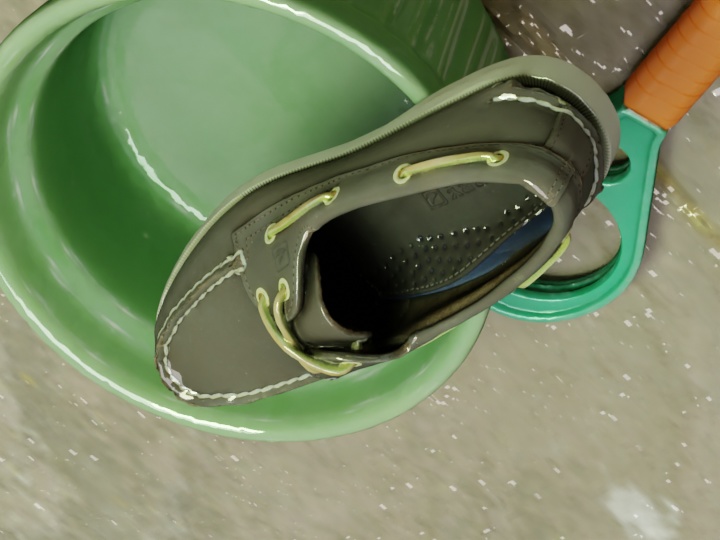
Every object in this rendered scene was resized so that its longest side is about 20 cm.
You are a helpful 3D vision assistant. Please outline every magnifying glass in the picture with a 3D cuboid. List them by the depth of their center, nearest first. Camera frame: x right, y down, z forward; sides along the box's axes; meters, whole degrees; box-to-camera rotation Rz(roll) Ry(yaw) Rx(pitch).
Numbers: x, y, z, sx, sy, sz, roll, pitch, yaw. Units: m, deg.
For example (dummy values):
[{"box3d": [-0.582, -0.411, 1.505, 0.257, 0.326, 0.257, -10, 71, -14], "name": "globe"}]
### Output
[{"box3d": [0.097, -0.048, 1.025, 0.079, 0.022, 0.200, 29, 131, -11], "name": "magnifying glass"}]

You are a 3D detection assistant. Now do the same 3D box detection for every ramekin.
[{"box3d": [-0.037, -0.044, 0.997, 0.199, 0.098, 0.201, 9, 128, 12], "name": "ramekin"}]

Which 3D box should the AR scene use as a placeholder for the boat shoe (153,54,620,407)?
[{"box3d": [-0.002, -0.002, 0.913, 0.201, 0.060, 0.072, -31, 111, 33], "name": "boat shoe"}]
